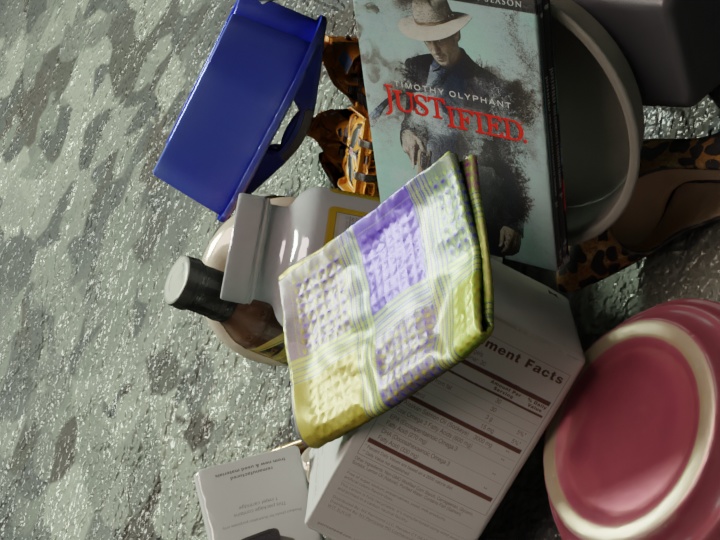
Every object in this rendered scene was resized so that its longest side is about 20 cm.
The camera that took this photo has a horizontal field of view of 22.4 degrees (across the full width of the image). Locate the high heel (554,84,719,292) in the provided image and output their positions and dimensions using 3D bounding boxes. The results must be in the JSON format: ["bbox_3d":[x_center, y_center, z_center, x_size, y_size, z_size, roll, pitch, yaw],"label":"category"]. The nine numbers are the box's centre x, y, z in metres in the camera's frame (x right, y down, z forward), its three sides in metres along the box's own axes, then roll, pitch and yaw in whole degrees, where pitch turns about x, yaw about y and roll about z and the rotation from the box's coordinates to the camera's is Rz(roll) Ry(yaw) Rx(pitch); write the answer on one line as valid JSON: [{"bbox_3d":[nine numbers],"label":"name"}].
[{"bbox_3d":[0.215,-0.036,1.211,0.200,0.071,0.143,-48,32,12],"label":"high heel"}]

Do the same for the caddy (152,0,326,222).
[{"bbox_3d":[-0.093,-0.137,1.551,0.201,0.104,0.142,-60,9,26],"label":"caddy"}]

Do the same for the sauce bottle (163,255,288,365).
[{"bbox_3d":[-0.060,0.040,1.433,0.065,0.199,0.065,-42,36,41],"label":"sauce bottle"}]

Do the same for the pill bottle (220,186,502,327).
[{"bbox_3d":[0.000,0.000,1.358,0.112,0.198,0.113,-169,90,-86],"label":"pill bottle"}]

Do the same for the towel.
[{"bbox_3d":[0.013,0.022,1.208,0.200,0.023,0.145,-33,53,43],"label":"towel"}]

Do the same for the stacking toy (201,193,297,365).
[{"bbox_3d":[-0.073,-0.016,1.582,0.147,0.145,0.200,-59,17,12],"label":"stacking toy"}]

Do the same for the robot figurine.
[{"bbox_3d":[0.001,-0.120,1.534,0.200,0.058,0.146,-122,37,-61],"label":"robot figurine"}]

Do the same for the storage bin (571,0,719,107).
[{"bbox_3d":[0.209,-0.179,1.227,0.200,0.146,0.134,-38,34,-29],"label":"storage bin"}]

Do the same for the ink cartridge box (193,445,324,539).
[{"bbox_3d":[-0.054,0.254,1.324,0.146,0.083,0.201,83,171,-57],"label":"ink cartridge box"}]

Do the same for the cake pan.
[{"bbox_3d":[0.103,-0.109,1.209,0.200,0.201,0.037,-19,19,48],"label":"cake pan"}]

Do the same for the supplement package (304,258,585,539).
[{"bbox_3d":[0.056,0.097,1.273,0.201,0.117,0.117,-61,9,18],"label":"supplement package"}]

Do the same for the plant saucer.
[{"bbox_3d":[0.189,0.110,1.187,0.200,0.051,0.202,-30,49,42],"label":"plant saucer"}]

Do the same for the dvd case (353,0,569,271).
[{"bbox_3d":[0.066,-0.102,1.198,0.145,0.022,0.201,16,128,32],"label":"dvd case"}]

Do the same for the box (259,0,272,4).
[{"bbox_3d":[0.019,-0.302,1.508,0.148,0.199,0.108,-4,104,52],"label":"box"}]

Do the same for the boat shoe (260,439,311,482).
[{"bbox_3d":[-0.022,0.163,1.428,0.199,0.069,0.074,-21,55,47],"label":"boat shoe"}]
